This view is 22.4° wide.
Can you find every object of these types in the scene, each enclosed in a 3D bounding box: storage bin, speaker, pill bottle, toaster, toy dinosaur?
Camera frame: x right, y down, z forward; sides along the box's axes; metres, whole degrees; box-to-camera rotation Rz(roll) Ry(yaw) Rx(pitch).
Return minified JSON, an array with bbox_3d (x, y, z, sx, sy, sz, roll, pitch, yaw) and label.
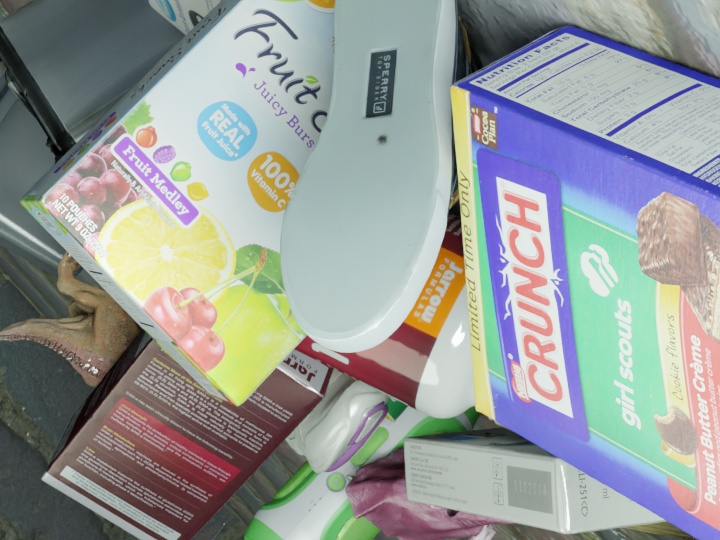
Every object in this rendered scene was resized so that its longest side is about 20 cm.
[{"bbox_3d":[-0.235,-0.092,1.393,0.134,0.200,0.146,36,169,-11],"label":"storage bin"},{"bbox_3d":[0.002,0.160,1.426,0.088,0.200,0.088,41,167,12],"label":"speaker"},{"bbox_3d":[0.026,0.015,1.057,0.200,0.113,0.113,25,163,12],"label":"pill bottle"},{"bbox_3d":[-0.134,-0.086,1.185,0.181,0.119,0.200,55,178,-42],"label":"toaster"},{"bbox_3d":[-0.150,0.059,1.250,0.086,0.200,0.136,-54,41,45],"label":"toy dinosaur"}]

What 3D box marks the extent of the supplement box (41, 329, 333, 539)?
[{"bbox_3d":[-0.111,0.090,1.168,0.109,0.061,0.200,34,129,-11],"label":"supplement box"}]

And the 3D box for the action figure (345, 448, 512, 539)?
[{"bbox_3d":[0.084,0.164,1.300,0.200,0.134,0.149,-13,110,50],"label":"action figure"}]

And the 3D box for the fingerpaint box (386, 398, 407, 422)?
[{"bbox_3d":[-0.046,0.004,1.365,0.200,0.073,0.167,51,164,-29],"label":"fingerpaint box"}]

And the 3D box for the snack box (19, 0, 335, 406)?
[{"bbox_3d":[-0.045,-0.054,0.894,0.142,0.200,0.053,48,167,-18],"label":"snack box"}]

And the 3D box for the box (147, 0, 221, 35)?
[{"bbox_3d":[-0.064,-0.147,1.024,0.200,0.041,0.119,42,167,18],"label":"box"}]

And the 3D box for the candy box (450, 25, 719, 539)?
[{"bbox_3d":[0.130,0.012,0.732,0.200,0.077,0.169,30,137,47],"label":"candy box"}]

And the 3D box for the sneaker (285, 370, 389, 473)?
[{"bbox_3d":[-0.043,0.090,1.297,0.100,0.075,0.200,44,165,-10],"label":"sneaker"}]

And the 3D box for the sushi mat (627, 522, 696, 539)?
[{"bbox_3d":[0.183,0.149,1.265,0.096,0.012,0.200,46,166,-9],"label":"sushi mat"}]

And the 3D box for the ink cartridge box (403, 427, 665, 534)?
[{"bbox_3d":[0.144,0.116,1.053,0.200,0.176,0.045,176,91,-67],"label":"ink cartridge box"}]

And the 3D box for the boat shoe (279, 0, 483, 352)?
[{"bbox_3d":[0.022,-0.043,0.810,0.071,0.200,0.091,-1,152,23],"label":"boat shoe"}]
